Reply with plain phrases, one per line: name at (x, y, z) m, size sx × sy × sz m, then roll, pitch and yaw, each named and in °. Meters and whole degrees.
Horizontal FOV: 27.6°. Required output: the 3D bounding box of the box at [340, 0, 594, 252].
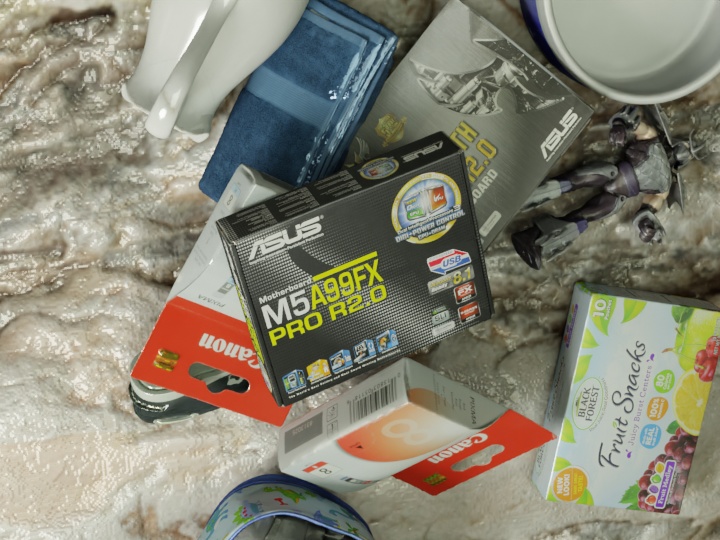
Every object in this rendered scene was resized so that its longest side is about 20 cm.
box at (0.079, -0.106, 1.252) m, size 0.158 × 0.048 × 0.201 m, roll 40°, pitch 94°, yaw 4°

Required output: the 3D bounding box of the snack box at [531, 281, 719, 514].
snack box at (0.251, 0.121, 1.373) m, size 0.140 × 0.053 × 0.203 m, roll 8°, pitch 102°, yaw -12°

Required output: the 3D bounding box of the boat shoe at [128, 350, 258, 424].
boat shoe at (-0.109, 0.078, 1.284) m, size 0.197 × 0.076 × 0.061 m, roll -14°, pitch 145°, yaw -18°

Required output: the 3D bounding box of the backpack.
backpack at (-0.077, 0.286, 1.297) m, size 0.181 × 0.147 × 0.202 m, roll 26°, pitch 102°, yaw -16°

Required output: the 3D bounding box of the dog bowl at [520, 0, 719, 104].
dog bowl at (0.239, -0.249, 1.261) m, size 0.197 × 0.079 × 0.203 m, roll -3°, pitch 105°, yaw -11°

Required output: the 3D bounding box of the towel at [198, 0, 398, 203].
towel at (-0.055, -0.130, 1.224) m, size 0.111 × 0.048 × 0.202 m, roll 31°, pitch 99°, yaw 21°

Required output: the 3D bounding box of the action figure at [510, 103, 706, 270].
action figure at (0.225, -0.074, 1.311) m, size 0.198 × 0.069 × 0.132 m, roll -24°, pitch 103°, yaw -8°

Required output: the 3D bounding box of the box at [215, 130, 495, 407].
box at (0.000, 0.000, 1.159) m, size 0.198 × 0.044 × 0.162 m, roll -22°, pitch 124°, yaw -12°

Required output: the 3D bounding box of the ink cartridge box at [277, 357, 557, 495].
ink cartridge box at (0.051, 0.158, 1.273) m, size 0.199 × 0.051 × 0.161 m, roll 30°, pitch 134°, yaw -34°

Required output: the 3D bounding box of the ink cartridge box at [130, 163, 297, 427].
ink cartridge box at (-0.074, 0.033, 1.196) m, size 0.159 × 0.047 × 0.202 m, roll 22°, pitch 103°, yaw -32°

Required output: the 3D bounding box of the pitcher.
pitcher at (-0.113, -0.198, 1.152) m, size 0.120 × 0.172 × 0.202 m, roll 28°, pitch 98°, yaw -13°
